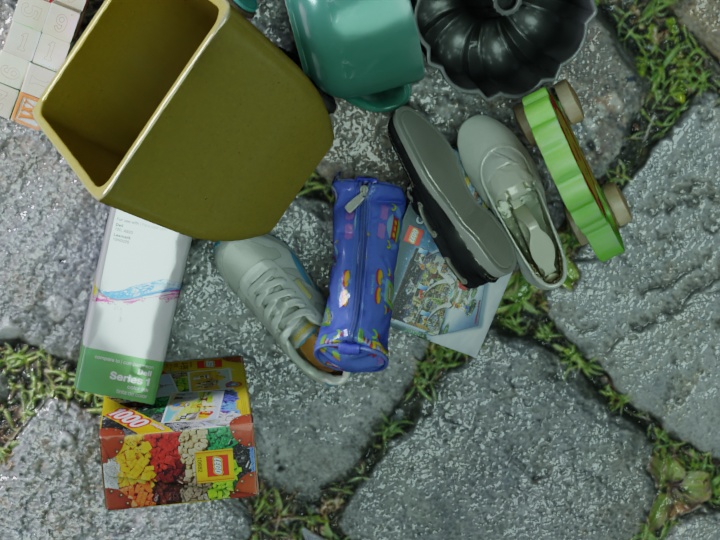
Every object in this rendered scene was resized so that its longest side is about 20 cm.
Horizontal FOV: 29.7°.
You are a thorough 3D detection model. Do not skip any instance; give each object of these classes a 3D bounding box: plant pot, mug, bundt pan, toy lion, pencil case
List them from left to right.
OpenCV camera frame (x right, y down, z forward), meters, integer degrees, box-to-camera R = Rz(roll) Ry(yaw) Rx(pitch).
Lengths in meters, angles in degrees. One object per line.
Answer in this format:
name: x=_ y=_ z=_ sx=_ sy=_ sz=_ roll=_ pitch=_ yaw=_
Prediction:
plant pot: x=-0.142 y=-0.140 z=1.231 sx=0.199 sy=0.195 sz=0.195 roll=31 pitch=99 yaw=-42
mug: x=-0.007 y=-0.230 z=1.317 sx=0.113 sy=0.152 sz=0.187 roll=-14 pitch=106 yaw=0
pencil case: x=0.000 y=0.000 z=1.372 sx=0.077 sy=0.087 sz=0.203 roll=3 pitch=72 yaw=10
bundt pan: x=0.132 y=-0.276 z=1.354 sx=0.199 sy=0.076 sz=0.205 roll=-7 pitch=112 yaw=-17
toy lion: x=0.214 y=-0.094 z=1.355 sx=0.068 sy=0.192 sz=0.201 roll=-25 pitch=110 yaw=13

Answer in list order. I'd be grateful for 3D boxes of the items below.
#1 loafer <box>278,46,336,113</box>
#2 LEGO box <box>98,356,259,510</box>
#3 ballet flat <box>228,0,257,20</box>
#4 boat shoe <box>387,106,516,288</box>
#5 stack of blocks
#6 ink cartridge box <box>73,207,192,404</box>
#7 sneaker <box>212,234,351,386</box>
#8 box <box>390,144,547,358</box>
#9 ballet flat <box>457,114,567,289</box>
loafer: x=-0.118 y=-0.197 z=1.359 sx=0.198 sy=0.073 sz=0.072 roll=27 pitch=109 yaw=-9
LEGO box: x=-0.182 y=0.159 z=1.365 sx=0.147 sy=0.200 sz=0.078 roll=-5 pitch=105 yaw=-7
ballet flat: x=-0.182 y=-0.314 z=1.322 sx=0.071 sy=0.069 sz=0.201 roll=-33 pitch=103 yaw=20
boat shoe: x=0.081 y=-0.071 z=1.377 sx=0.060 sy=0.074 sz=0.201 roll=-29 pitch=103 yaw=39
stack of blocks: x=-0.294 y=-0.244 z=1.292 sx=0.058 sy=0.115 sz=0.202 roll=20 pitch=100 yaw=-13
ink cartridge box: x=-0.222 y=0.010 z=1.350 sx=0.083 sy=0.145 sz=0.203 roll=12 pitch=102 yaw=-11
sneaker: x=-0.074 y=0.036 z=1.412 sx=0.076 sy=0.081 sz=0.200 roll=-42 pitch=105 yaw=6
box: x=0.098 y=-0.024 z=1.443 sx=0.135 sy=0.038 sz=0.202 roll=20 pitch=100 yaw=-13
ballet flat: x=0.164 y=-0.067 z=1.389 sx=0.069 sy=0.069 sz=0.202 roll=-28 pitch=106 yaw=0
